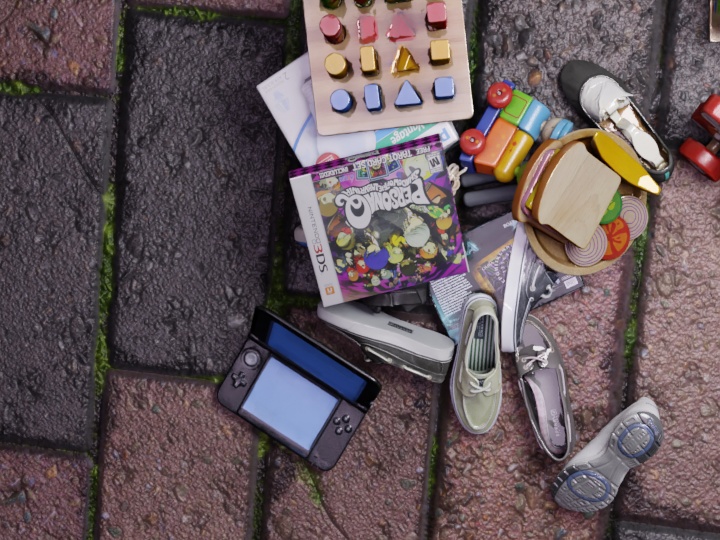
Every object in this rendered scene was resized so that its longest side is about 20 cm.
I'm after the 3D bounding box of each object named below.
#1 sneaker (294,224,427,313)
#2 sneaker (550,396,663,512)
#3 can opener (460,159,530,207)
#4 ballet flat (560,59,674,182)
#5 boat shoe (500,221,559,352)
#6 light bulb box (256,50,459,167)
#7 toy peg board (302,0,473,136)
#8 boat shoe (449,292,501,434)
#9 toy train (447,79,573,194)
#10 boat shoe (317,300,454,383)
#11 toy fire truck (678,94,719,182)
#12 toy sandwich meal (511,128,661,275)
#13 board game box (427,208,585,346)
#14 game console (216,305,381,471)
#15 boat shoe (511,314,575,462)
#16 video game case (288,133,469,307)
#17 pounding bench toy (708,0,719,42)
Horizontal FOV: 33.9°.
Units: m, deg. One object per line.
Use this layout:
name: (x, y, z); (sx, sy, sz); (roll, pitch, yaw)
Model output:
sneaker: (0.000, 0.000, 1.596); (0.196, 0.077, 0.113); (9, 109, 17)
sneaker: (0.334, 0.249, 1.581); (0.074, 0.087, 0.200); (43, 118, 0)
can opener: (0.231, -0.121, 1.565); (0.197, 0.066, 0.054); (-10, 89, 17)
ballet flat: (0.339, -0.199, 1.534); (0.068, 0.068, 0.200); (-44, 89, 5)
boat shoe: (0.225, 0.010, 1.545); (0.067, 0.072, 0.204); (10, 91, 8)
light bulb box: (0.002, -0.203, 1.552); (0.197, 0.125, 0.202); (-32, 90, 9)
toy peg board: (0.030, -0.276, 1.430); (0.196, 0.098, 0.203); (-6, 93, 5)
boat shoe: (0.155, 0.132, 1.579); (0.071, 0.062, 0.204); (-2, 110, 2)
toy train: (0.180, -0.132, 1.516); (0.115, 0.085, 0.202); (28, 83, 18)
boat shoe: (0.028, 0.098, 1.605); (0.197, 0.071, 0.065); (21, 112, 13)
toy fire truck: (0.493, -0.140, 1.468); (0.200, 0.168, 0.112); (42, 100, 2)
toy sandwich meal: (0.287, -0.086, 1.479); (0.202, 0.070, 0.209); (-5, 104, -21)
board game box: (0.186, 0.000, 1.595); (0.197, 0.028, 0.137); (-25, 92, 10)
game console: (-0.089, 0.164, 1.607); (0.198, 0.116, 0.178); (32, 99, 4)
boat shoe: (0.248, 0.159, 1.589); (0.066, 0.057, 0.203); (-15, 94, 9)
video game case: (0.025, -0.061, 1.492); (0.196, 0.036, 0.184); (-13, 114, 3)
pounding bench toy: (0.538, -0.351, 1.446); (0.196, 0.156, 0.127); (0, 96, 7)
